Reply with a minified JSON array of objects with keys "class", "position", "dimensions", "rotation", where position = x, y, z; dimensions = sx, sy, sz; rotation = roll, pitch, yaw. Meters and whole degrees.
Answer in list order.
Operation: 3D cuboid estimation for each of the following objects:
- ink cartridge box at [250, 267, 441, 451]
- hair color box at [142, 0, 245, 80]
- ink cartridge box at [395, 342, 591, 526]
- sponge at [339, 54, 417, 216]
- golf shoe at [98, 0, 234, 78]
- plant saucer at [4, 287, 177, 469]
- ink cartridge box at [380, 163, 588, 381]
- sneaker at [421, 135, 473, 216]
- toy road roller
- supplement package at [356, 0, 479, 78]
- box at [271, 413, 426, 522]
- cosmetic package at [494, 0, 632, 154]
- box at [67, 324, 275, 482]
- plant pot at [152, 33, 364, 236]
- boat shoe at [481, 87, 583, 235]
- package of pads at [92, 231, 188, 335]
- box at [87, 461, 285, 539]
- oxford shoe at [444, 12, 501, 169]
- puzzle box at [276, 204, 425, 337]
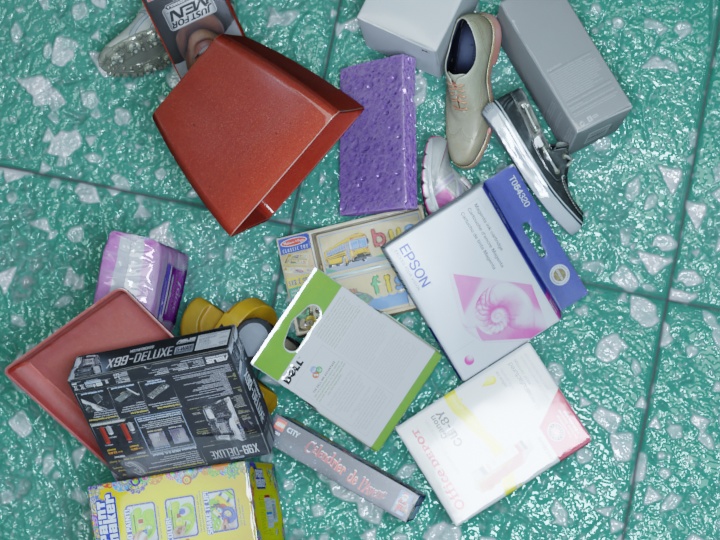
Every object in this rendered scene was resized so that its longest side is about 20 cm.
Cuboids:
[{"class":"ink cartridge box","position":[-0.023,0.105,1.660],"dimensions":[0.200,0.076,0.148],"rotation":[36,85,-16]},{"class":"hair color box","position":[-0.202,-0.301,1.740],"dimensions":[0.101,0.061,0.201],"rotation":[-25,115,2]},{"class":"ink cartridge box","position":[0.163,0.205,1.661],"dimensions":[0.199,0.083,0.146],"rotation":[-33,80,0]},{"class":"sponge","position":[0.022,-0.172,1.735],"dimensions":[0.111,0.030,0.201],"rotation":[-7,80,39]},{"class":"golf shoe","position":[-0.270,-0.335,1.810],"dimensions":[0.199,0.078,0.097],"rotation":[-29,59,-2]},{"class":"plant saucer","position":[-0.282,0.126,1.589],"dimensions":[0.199,0.037,0.200],"rotation":[-33,114,21]},{"class":"ink cartridge box","position":[0.158,0.002,1.658],"dimensions":[0.199,0.043,0.197],"rotation":[-33,98,-3]},{"class":"sneaker","position":[0.128,-0.077,1.715],"dimensions":[0.088,0.081,0.201],"rotation":[-13,89,2]},{"class":"toy road roller","position":[-0.176,0.125,1.696],"dimensions":[0.146,0.123,0.200],"rotation":[33,87,26]},{"class":"supplement package","position":[0.094,-0.374,1.741],"dimensions":[0.117,0.117,0.201],"rotation":[25,84,9]},{"class":"box","position":[-0.017,0.243,1.648],"dimensions":[0.199,0.137,0.038],"rotation":[29,86,10]},{"class":"cosmetic package","position":[0.254,-0.260,1.711],"dimensions":[0.090,0.107,0.201],"rotation":[-25,81,-4]},{"class":"box","position":[-0.216,0.157,1.555],"dimensions":[0.199,0.050,0.158],"rotation":[-12,121,11]},{"class":"plant pot","position":[-0.137,-0.184,1.663],"dimensions":[0.176,0.200,0.200],"rotation":[43,102,2]},{"class":"boat shoe","position":[0.233,-0.138,1.688],"dimensions":[0.071,0.072,0.200],"rotation":[-34,102,7]},{"class":"package of pads","position":[-0.274,0.022,1.679],"dimensions":[0.075,0.200,0.121],"rotation":[13,86,4]},{"class":"box","position":[-0.204,0.307,1.626],"dimensions":[0.191,0.200,0.123],"rotation":[-10,80,4]},{"class":"oxford shoe","position":[0.130,-0.230,1.716],"dimensions":[0.070,0.074,0.201],"rotation":[9,101,33]},{"class":"puzzle box","position":[0.000,0.000,1.740],"dimensions":[0.199,0.025,0.134],"rotation":[-14,79,4]}]
